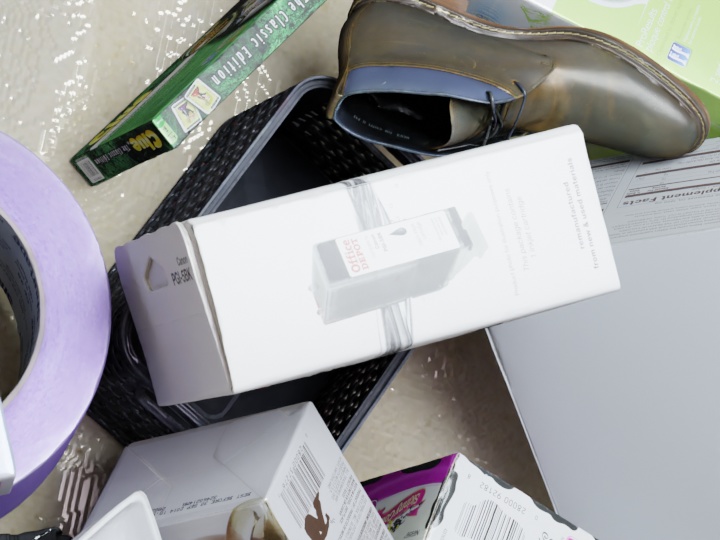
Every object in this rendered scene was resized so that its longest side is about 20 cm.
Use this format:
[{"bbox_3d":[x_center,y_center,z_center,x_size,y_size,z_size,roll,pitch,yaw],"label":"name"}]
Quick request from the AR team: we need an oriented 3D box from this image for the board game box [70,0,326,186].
[{"bbox_3d":[-0.062,-0.123,1.419,0.200,0.105,0.023,-46,106,-27],"label":"board game box"}]

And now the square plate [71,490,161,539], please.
[{"bbox_3d":[-0.150,0.230,1.235,0.200,0.028,0.199,-38,129,-34],"label":"square plate"}]

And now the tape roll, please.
[{"bbox_3d":[-0.222,0.028,1.282,0.199,0.085,0.201,4,72,-12],"label":"tape roll"}]

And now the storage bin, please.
[{"bbox_3d":[-0.048,0.014,1.406,0.135,0.094,0.200,43,62,-15],"label":"storage bin"}]

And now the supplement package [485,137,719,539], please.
[{"bbox_3d":[0.169,0.047,1.434,0.200,0.155,0.111,68,29,-23],"label":"supplement package"}]

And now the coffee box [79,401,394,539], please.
[{"bbox_3d":[-0.036,0.173,1.328,0.200,0.113,0.080,61,32,-26],"label":"coffee box"}]

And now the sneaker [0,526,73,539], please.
[{"bbox_3d":[-0.155,0.223,1.297,0.111,0.077,0.201,-12,79,-3],"label":"sneaker"}]

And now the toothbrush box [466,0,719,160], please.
[{"bbox_3d":[0.149,-0.120,1.483,0.200,0.146,0.086,27,67,-5],"label":"toothbrush box"}]

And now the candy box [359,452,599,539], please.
[{"bbox_3d":[0.084,0.178,1.419,0.200,0.136,0.061,32,64,-19],"label":"candy box"}]

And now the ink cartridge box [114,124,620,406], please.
[{"bbox_3d":[0.000,0.000,1.279,0.199,0.147,0.083,-15,90,-18],"label":"ink cartridge box"}]

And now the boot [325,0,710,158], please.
[{"bbox_3d":[0.077,-0.081,1.388,0.199,0.075,0.097,20,46,6],"label":"boot"}]

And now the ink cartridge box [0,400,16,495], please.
[{"bbox_3d":[-0.235,0.013,1.219,0.119,0.042,0.201,-10,74,-17],"label":"ink cartridge box"}]
